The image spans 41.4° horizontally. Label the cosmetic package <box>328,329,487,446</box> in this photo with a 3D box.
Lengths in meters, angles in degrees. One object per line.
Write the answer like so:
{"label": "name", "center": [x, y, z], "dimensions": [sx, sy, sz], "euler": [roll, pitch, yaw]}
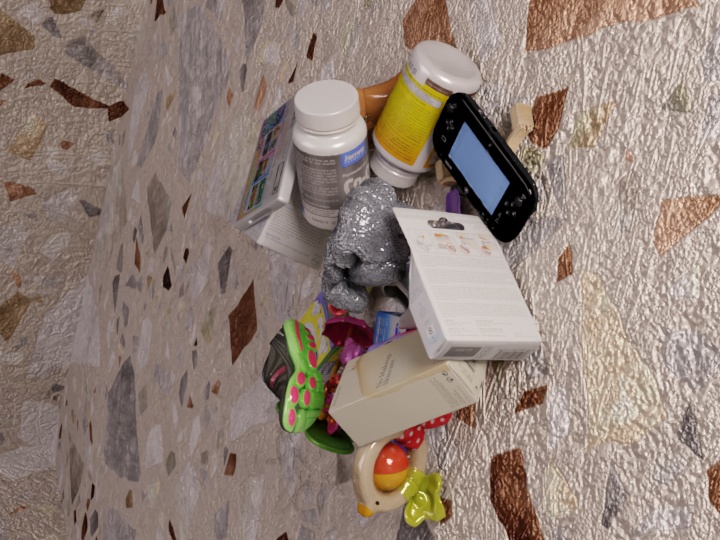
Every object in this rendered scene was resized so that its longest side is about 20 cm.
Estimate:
{"label": "cosmetic package", "center": [0.063, 0.142, 1.229], "dimensions": [0.198, 0.073, 0.104], "euler": [-27, 25, 32]}

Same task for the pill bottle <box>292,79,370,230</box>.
{"label": "pill bottle", "center": [-0.042, -0.172, 1.418], "dimensions": [0.114, 0.112, 0.202], "euler": [-118, 17, -46]}

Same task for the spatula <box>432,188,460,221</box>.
{"label": "spatula", "center": [0.101, -0.083, 1.416], "dimensions": [0.199, 0.020, 0.058], "euler": [-6, 84, 62]}

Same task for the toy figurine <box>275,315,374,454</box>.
{"label": "toy figurine", "center": [-0.033, 0.166, 1.508], "dimensions": [0.200, 0.148, 0.187], "euler": [-136, 64, -72]}

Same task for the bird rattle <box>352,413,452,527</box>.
{"label": "bird rattle", "center": [0.058, 0.259, 1.310], "dimensions": [0.112, 0.161, 0.204], "euler": [24, 117, 41]}

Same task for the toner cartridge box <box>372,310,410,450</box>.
{"label": "toner cartridge box", "center": [0.052, 0.168, 1.442], "dimensions": [0.095, 0.042, 0.204], "euler": [9, 93, 61]}

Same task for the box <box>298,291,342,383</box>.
{"label": "box", "center": [-0.081, 0.138, 1.696], "dimensions": [0.201, 0.048, 0.119], "euler": [-55, 39, 45]}

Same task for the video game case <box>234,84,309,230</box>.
{"label": "video game case", "center": [-0.138, -0.179, 1.532], "dimensions": [0.181, 0.023, 0.204], "euler": [-22, 51, 59]}

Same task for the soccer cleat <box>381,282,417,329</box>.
{"label": "soccer cleat", "center": [0.065, -0.001, 1.390], "dimensions": [0.069, 0.083, 0.203], "euler": [96, 161, -57]}

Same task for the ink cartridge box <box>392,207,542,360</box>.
{"label": "ink cartridge box", "center": [0.123, 0.017, 1.191], "dimensions": [0.047, 0.158, 0.202], "euler": [-52, 47, 40]}

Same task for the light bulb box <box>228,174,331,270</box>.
{"label": "light bulb box", "center": [-0.109, -0.134, 1.616], "dimensions": [0.203, 0.123, 0.198], "euler": [-65, 26, 3]}

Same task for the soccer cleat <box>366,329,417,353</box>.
{"label": "soccer cleat", "center": [0.090, 0.105, 1.325], "dimensions": [0.198, 0.066, 0.078], "euler": [0, 88, 44]}

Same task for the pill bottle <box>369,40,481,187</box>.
{"label": "pill bottle", "center": [0.086, -0.220, 1.375], "dimensions": [0.201, 0.107, 0.110], "euler": [-61, 36, 37]}

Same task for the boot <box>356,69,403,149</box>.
{"label": "boot", "center": [0.017, -0.263, 1.464], "dimensions": [0.201, 0.152, 0.075], "euler": [-58, 37, 39]}

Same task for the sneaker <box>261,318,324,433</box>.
{"label": "sneaker", "center": [-0.107, 0.171, 1.465], "dimensions": [0.083, 0.076, 0.202], "euler": [-38, 36, 28]}

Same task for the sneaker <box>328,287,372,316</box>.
{"label": "sneaker", "center": [0.000, 0.000, 1.501], "dimensions": [0.090, 0.077, 0.202], "euler": [-49, -15, -47]}

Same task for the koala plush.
{"label": "koala plush", "center": [0.064, -0.020, 1.280], "dimensions": [0.179, 0.197, 0.184], "euler": [-62, -11, -21]}

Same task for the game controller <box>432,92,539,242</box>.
{"label": "game controller", "center": [0.160, -0.135, 1.244], "dimensions": [0.202, 0.042, 0.105], "euler": [59, 138, 26]}

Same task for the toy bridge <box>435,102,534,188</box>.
{"label": "toy bridge", "center": [0.166, -0.153, 1.298], "dimensions": [0.199, 0.027, 0.069], "euler": [-34, 57, 55]}
